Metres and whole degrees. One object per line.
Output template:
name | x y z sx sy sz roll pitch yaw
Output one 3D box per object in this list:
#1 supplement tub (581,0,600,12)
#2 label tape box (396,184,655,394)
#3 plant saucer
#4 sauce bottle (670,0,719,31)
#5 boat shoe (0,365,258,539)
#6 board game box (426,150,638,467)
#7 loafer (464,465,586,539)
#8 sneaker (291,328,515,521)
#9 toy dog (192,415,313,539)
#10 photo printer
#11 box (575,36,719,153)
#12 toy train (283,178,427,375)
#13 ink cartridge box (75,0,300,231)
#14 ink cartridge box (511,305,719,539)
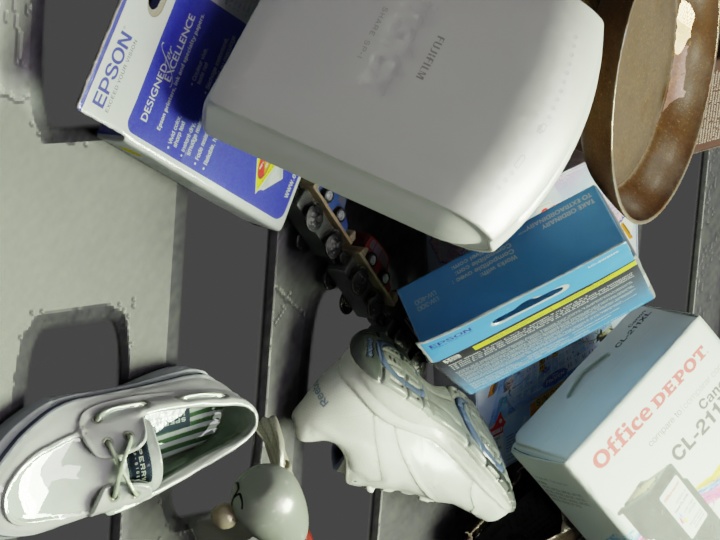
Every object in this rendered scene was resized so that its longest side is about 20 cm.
supplement tub | 0.074 -0.141 1.593 0.145 0.144 0.200 52 49 -43
label tape box | 0.103 0.009 1.594 0.066 0.143 0.200 64 6 15
plant saucer | 0.184 -0.131 1.621 0.200 0.034 0.201 -39 135 -54
sauce bottle | 0.185 -0.183 1.716 0.200 0.065 0.065 -21 124 1
boat shoe | -0.142 0.103 1.471 0.200 0.067 0.074 -29 121 -43
board game box | 0.126 0.022 1.793 0.200 0.041 0.200 -24 119 -45
loafer | 0.150 0.155 1.784 0.200 0.073 0.071 -47 157 -7
sneaker | 0.031 0.114 1.679 0.087 0.075 0.200 -37 129 15
toy dog | -0.068 0.201 1.571 0.096 0.132 0.200 -17 114 -5
photo printer | 0.032 -0.111 1.456 0.167 0.200 0.069 -62 169 -16
box | 0.221 -0.132 1.819 0.200 0.100 0.075 -18 119 -48
toy train | 0.000 0.000 1.642 0.046 0.034 0.200 -61 139 -25
ink cartridge box | -0.082 -0.150 1.498 0.200 0.047 0.198 31 77 -48
ink cartridge box | 0.224 0.145 1.743 0.146 0.083 0.200 -46 110 -14
